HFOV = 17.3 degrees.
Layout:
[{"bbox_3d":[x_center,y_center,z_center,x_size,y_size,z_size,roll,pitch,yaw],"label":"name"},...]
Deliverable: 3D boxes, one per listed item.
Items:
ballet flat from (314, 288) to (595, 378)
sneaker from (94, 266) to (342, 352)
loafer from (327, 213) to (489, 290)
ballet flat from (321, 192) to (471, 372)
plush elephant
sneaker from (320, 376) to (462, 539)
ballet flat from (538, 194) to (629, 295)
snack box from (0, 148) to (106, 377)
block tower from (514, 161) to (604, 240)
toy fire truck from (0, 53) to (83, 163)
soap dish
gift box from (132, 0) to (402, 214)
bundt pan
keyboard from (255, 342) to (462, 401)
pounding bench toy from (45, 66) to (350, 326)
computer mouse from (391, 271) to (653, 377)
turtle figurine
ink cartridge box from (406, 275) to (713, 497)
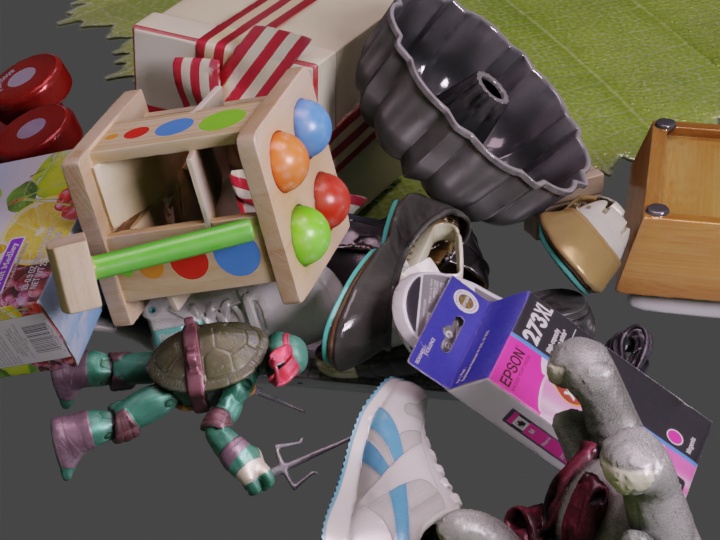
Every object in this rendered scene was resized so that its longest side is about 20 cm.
[{"bbox_3d":[0.068,0.056,1.661,0.200,0.057,0.066,-7,31,-3],"label":"ballet flat"},{"bbox_3d":[-0.109,0.032,1.668,0.200,0.075,0.088,0,22,29],"label":"sneaker"},{"bbox_3d":[0.000,0.000,1.739,0.200,0.073,0.072,-12,38,-17],"label":"loafer"},{"bbox_3d":[0.033,0.005,1.637,0.068,0.068,0.200,9,35,13],"label":"ballet flat"},{"bbox_3d":[0.117,0.165,1.398,0.155,0.200,0.165,-25,32,2],"label":"plush elephant"},{"bbox_3d":[0.024,0.146,1.502,0.081,0.077,0.200,13,38,3],"label":"sneaker"},{"bbox_3d":[0.164,-0.029,1.723,0.063,0.069,0.200,-40,6,5],"label":"ballet flat"},{"bbox_3d":[-0.267,0.001,1.646,0.200,0.068,0.169,-11,38,25],"label":"snack box"},{"bbox_3d":[0.117,-0.092,1.908,0.058,0.054,0.200,-13,33,-23],"label":"block tower"},{"bbox_3d":[-0.275,-0.062,1.822,0.168,0.112,0.200,-27,33,5],"label":"toy fire truck"},{"bbox_3d":[0.279,-0.042,1.802,0.157,0.081,0.200,5,30,8],"label":"soap dish"},{"bbox_3d":[-0.061,-0.128,1.841,0.200,0.185,0.187,10,30,27],"label":"gift box"},{"bbox_3d":[0.074,-0.113,1.766,0.202,0.076,0.202,35,28,-22],"label":"bundt pan"},{"bbox_3d":[0.019,0.070,1.678,0.200,0.011,0.056,5,31,6],"label":"keyboard"},{"bbox_3d":[-0.103,-0.035,1.573,0.156,0.124,0.200,-7,24,20],"label":"pounding bench toy"},{"bbox_3d":[0.105,0.057,1.595,0.200,0.044,0.110,21,53,-16],"label":"computer mouse"},{"bbox_3d":[-0.106,0.079,1.584,0.200,0.101,0.150,-8,26,1],"label":"turtle figurine"},{"bbox_3d":[0.132,0.080,1.539,0.200,0.037,0.095,34,43,-3],"label":"ink cartridge box"}]
